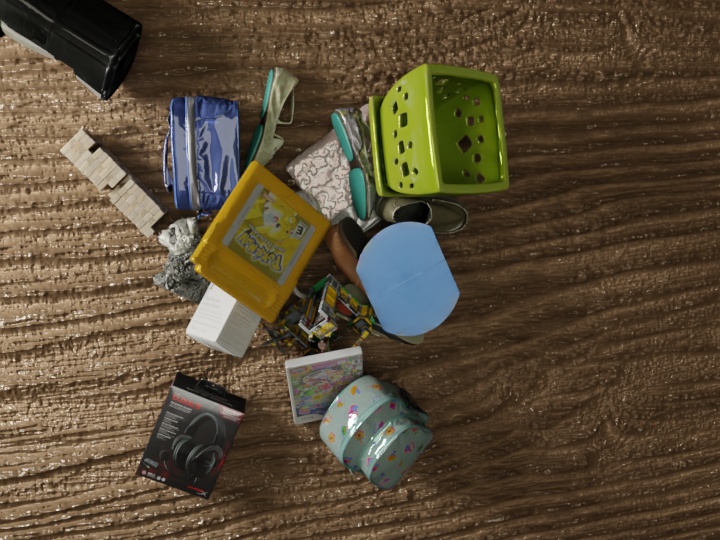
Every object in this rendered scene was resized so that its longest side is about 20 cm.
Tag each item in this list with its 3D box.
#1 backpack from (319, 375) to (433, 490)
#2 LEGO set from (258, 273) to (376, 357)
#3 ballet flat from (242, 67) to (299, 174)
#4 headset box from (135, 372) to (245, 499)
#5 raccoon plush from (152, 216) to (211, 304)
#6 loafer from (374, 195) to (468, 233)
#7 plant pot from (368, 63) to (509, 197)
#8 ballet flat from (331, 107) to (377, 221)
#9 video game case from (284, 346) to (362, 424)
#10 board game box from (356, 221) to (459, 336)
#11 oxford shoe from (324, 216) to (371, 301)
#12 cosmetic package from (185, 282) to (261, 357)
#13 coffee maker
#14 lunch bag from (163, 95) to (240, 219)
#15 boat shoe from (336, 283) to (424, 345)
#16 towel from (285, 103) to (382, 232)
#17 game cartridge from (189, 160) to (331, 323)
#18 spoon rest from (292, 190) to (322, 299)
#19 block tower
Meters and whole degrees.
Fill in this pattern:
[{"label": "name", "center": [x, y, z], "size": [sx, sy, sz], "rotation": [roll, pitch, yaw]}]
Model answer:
[{"label": "backpack", "center": [0.028, 0.299, 1.148], "size": [0.177, 0.153, 0.199], "rotation": [-49, 131, 2]}, {"label": "LEGO set", "center": [-0.074, 0.115, 1.110], "size": [0.196, 0.117, 0.155], "rotation": [-25, 118, 25]}, {"label": "ballet flat", "center": [-0.156, -0.257, 1.102], "size": [0.061, 0.067, 0.206], "rotation": [15, 97, -22]}, {"label": "headset box", "center": [-0.313, 0.302, 1.161], "size": [0.146, 0.077, 0.204], "rotation": [24, 96, -13]}, {"label": "raccoon plush", "center": [-0.287, -0.009, 1.129], "size": [0.199, 0.095, 0.137], "rotation": [33, 77, -44]}, {"label": "loafer", "center": [0.123, -0.100, 1.157], "size": [0.194, 0.070, 0.077], "rotation": [3, 116, -22]}, {"label": "plant pot", "center": [0.124, -0.224, 1.065], "size": [0.195, 0.179, 0.207], "rotation": [-8, 93, -40]}, {"label": "ballet flat", "center": [0.006, -0.195, 1.109], "size": [0.070, 0.072, 0.206], "rotation": [-17, 103, -7]}, {"label": "video game case", "center": [-0.064, 0.220, 1.160], "size": [0.139, 0.018, 0.203], "rotation": [-10, 138, -9]}, {"label": "board game box", "center": [0.083, 0.015, 1.119], "size": [0.155, 0.039, 0.204], "rotation": [-26, 99, -2]}, {"label": "oxford shoe", "center": [0.000, 0.000, 1.149], "size": [0.070, 0.071, 0.203], "rotation": [-21, 104, 37]}, {"label": "cosmetic package", "center": [-0.213, 0.040, 1.080], "size": [0.074, 0.100, 0.204], "rotation": [40, 65, -43]}, {"label": "coffee maker", "center": [-0.457, -0.386, 0.962], "size": [0.197, 0.191, 0.138], "rotation": [29, 77, -15]}, {"label": "lunch bag", "center": [-0.270, -0.191, 1.054], "size": [0.128, 0.136, 0.207], "rotation": [-1, 100, -11]}, {"label": "boat shoe", "center": [0.034, 0.094, 1.196], "size": [0.196, 0.072, 0.063], "rotation": [28, 135, -18]}, {"label": "towel", "center": [-0.012, -0.174, 1.158], "size": [0.198, 0.032, 0.193], "rotation": [-36, 103, -3]}, {"label": "game cartridge", "center": [-0.162, -0.045, 1.020], "size": [0.175, 0.032, 0.203], "rotation": [37, 75, -26]}, {"label": "spoon rest", "center": [-0.108, -0.044, 1.134], "size": [0.059, 0.098, 0.206], "rotation": [-10, 110, -39]}, {"label": "block tower", "center": [-0.422, -0.152, 1.077], "size": [0.058, 0.054, 0.201], "rotation": [-41, 104, 0]}]
